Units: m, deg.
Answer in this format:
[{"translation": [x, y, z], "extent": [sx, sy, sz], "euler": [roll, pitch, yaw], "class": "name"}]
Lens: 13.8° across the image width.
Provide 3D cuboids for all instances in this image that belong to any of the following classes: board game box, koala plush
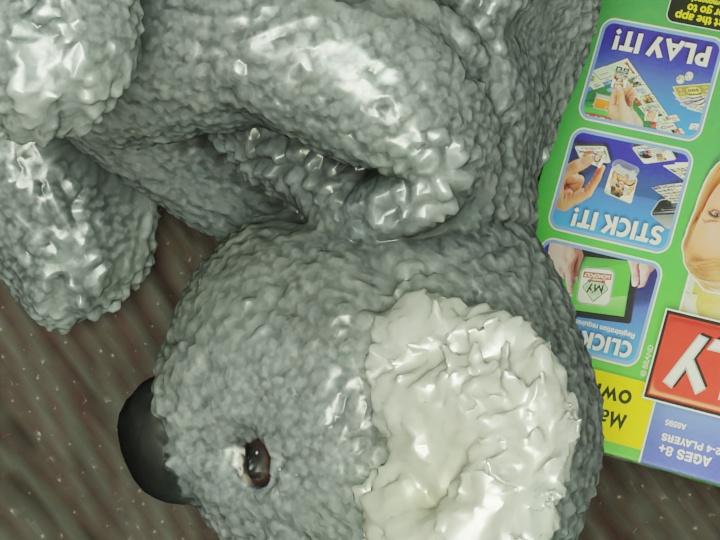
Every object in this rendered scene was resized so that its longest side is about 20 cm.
[{"translation": [0.137, -0.001, 0.767], "extent": [0.199, 0.029, 0.135], "euler": [14, 85, 30], "class": "board game box"}, {"translation": [0.000, 0.000, 0.729], "extent": [0.183, 0.178, 0.201], "euler": [-17, 72, -9], "class": "koala plush"}]
